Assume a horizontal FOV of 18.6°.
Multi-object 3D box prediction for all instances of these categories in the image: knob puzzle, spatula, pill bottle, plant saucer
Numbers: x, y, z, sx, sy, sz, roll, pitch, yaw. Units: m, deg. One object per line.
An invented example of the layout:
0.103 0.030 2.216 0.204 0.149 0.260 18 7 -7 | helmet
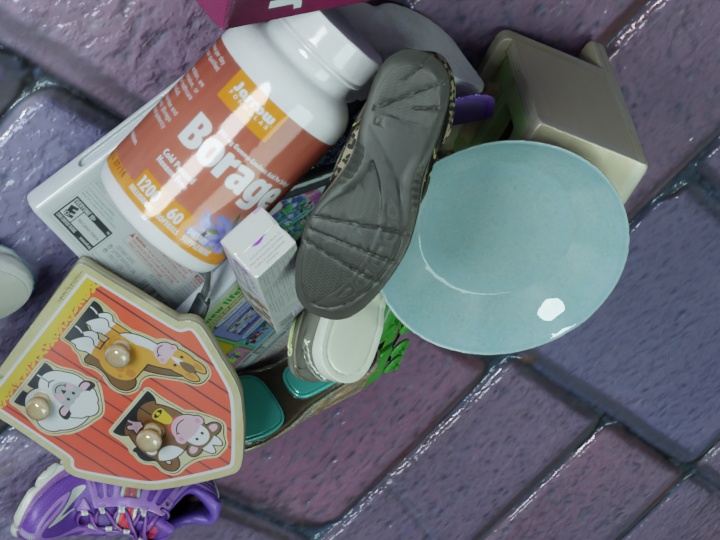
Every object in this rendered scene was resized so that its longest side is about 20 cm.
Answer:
-0.177 0.105 1.706 0.218 0.031 0.221 5 125 7 | knob puzzle
0.010 -0.093 1.685 0.199 0.021 0.057 -26 165 -8 | spatula
-0.082 -0.104 1.563 0.200 0.112 0.112 -46 146 11 | pill bottle
-0.119 0.008 1.672 0.020 0.057 0.201 1 123 -29 | spatula
0.107 -0.025 1.712 0.200 0.039 0.202 -4 125 -5 | plant saucer

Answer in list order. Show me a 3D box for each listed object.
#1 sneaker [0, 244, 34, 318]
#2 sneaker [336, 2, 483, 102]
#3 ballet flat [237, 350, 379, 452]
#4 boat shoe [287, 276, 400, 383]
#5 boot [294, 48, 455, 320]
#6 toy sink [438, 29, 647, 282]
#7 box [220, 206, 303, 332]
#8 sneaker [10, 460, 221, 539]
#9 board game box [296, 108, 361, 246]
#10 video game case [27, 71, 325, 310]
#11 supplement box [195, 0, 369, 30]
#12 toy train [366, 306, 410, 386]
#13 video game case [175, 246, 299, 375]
-0.318 0.030 1.575 0.199 0.081 0.077 -9 135 -39 | sneaker
0.004 -0.155 1.685 0.199 0.075 0.089 15 126 -40 | sneaker
-0.072 0.113 1.820 0.199 0.068 0.067 -22 158 -21 | ballet flat
-0.002 -0.002 1.744 0.072 0.060 0.202 37 63 -30 | boat shoe
0.016 -0.069 1.584 0.151 0.073 0.201 -60 169 -78 | boot
0.139 -0.108 1.804 0.112 0.200 0.131 20 122 -19 | toy sink
-0.067 0.002 1.614 0.041 0.039 0.200 -44 169 -6 | box
-0.203 0.200 1.885 0.199 0.084 0.081 -9 136 -36 | sneaker
-0.027 -0.033 1.820 0.200 0.034 0.135 -43 146 6 | board game box
-0.130 -0.053 1.680 0.182 0.024 0.200 -37 139 2 | video game case
-0.024 -0.259 1.496 0.199 0.103 0.131 -16 141 -30 | supplement box
0.023 0.041 1.914 0.056 0.042 0.200 -34 161 -27 | toy train
-0.101 0.057 1.791 0.200 0.022 0.182 -44 152 16 | video game case
